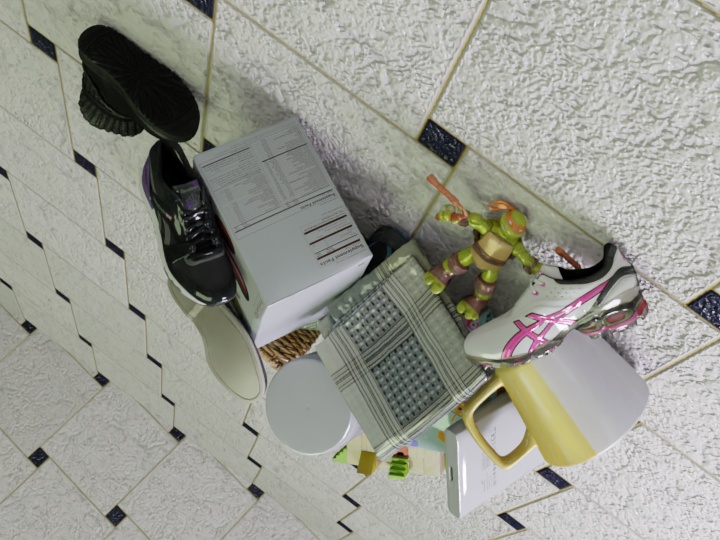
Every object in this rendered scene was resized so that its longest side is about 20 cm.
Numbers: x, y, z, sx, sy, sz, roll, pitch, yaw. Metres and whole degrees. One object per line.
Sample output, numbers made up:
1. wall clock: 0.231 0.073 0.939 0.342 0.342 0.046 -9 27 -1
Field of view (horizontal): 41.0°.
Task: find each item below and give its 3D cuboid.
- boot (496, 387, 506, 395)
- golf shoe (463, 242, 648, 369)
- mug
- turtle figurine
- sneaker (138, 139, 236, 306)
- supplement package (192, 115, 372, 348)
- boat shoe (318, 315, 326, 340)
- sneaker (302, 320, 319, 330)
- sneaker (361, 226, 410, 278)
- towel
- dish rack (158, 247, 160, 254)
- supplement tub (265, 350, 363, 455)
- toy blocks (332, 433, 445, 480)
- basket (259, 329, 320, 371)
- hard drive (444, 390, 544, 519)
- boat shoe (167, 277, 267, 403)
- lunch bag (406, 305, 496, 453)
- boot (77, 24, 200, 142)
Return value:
1. boot: 0.162 0.121 1.312 0.200 0.071 0.144 38 151 -9
2. golf shoe: 0.194 0.037 1.012 0.197 0.073 0.093 -23 102 16
3. mug: 0.220 0.131 1.109 0.154 0.187 0.149 51 152 -11
4. turtle figurine: 0.134 -0.026 1.066 0.198 0.065 0.162 29 137 -8
5. sneaker: -0.200 -0.056 1.100 0.202 0.075 0.088 60 153 15
6. supplement package: -0.109 -0.042 1.200 0.202 0.145 0.192 61 160 13
7. boat shoe: -0.061 0.037 1.351 0.201 0.069 0.071 58 172 42
8. sneaker: -0.043 0.039 1.452 0.197 0.106 0.076 10 149 -10
9. sneaker: 0.000 0.000 1.289 0.073 0.082 0.200 38 158 -8
10. towel: 0.040 0.095 1.154 0.192 0.034 0.202 -42 65 29
11. dish rack: -0.176 -0.039 1.326 0.152 0.201 0.055 36 149 3
12. supplement tub: -0.036 0.172 1.336 0.131 0.134 0.200 29 -168 17
13. toy blocks: 0.055 0.228 1.450 0.197 0.100 0.139 4 105 20
14. basket: -0.165 0.070 1.566 0.199 0.150 0.143 39 156 -7
15. hard drive: 0.188 0.211 1.213 0.026 0.198 0.134 28 134 45
16. boat shoe: -0.168 0.072 1.218 0.072 0.062 0.201 -38 79 24
17. lunch bag: 0.089 0.128 1.237 0.168 0.122 0.203 7 124 22
18. boot: -0.304 -0.221 1.316 0.211 0.079 0.158 45 151 10
